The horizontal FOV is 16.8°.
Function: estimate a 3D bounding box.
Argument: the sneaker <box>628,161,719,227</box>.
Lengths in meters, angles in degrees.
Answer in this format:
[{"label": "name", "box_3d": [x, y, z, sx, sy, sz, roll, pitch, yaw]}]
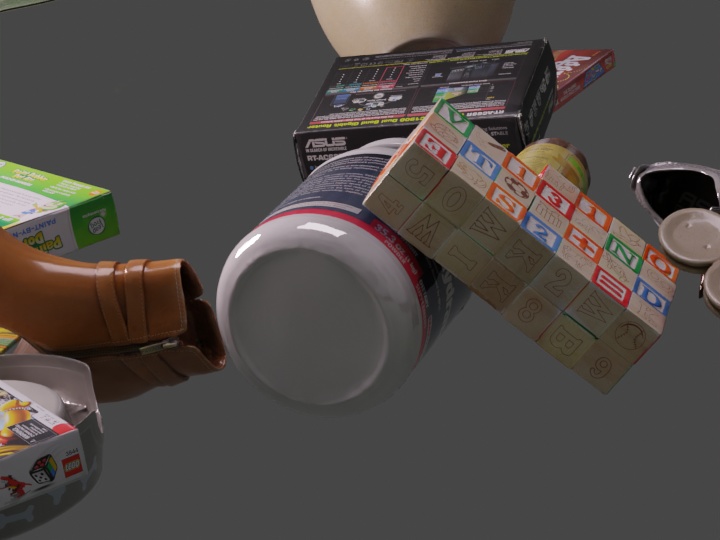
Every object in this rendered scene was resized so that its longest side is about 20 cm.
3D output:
[{"label": "sneaker", "box_3d": [0.258, -0.020, 1.608, 0.200, 0.075, 0.082, 23, 3, 41]}]

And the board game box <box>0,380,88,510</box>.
[{"label": "board game box", "box_3d": [-0.263, 0.103, 1.458, 0.126, 0.035, 0.200, -21, 23, -27]}]

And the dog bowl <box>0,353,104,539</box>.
[{"label": "dog bowl", "box_3d": [-0.256, 0.118, 1.553, 0.200, 0.059, 0.200, -8, 19, 3]}]

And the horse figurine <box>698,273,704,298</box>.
[{"label": "horse figurine", "box_3d": [0.310, -0.036, 1.728, 0.200, 0.050, 0.133, -14, 26, -20]}]

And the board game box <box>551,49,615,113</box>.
[{"label": "board game box", "box_3d": [0.144, -0.162, 2.205, 0.103, 0.019, 0.200, 3, 23, 30]}]

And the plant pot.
[{"label": "plant pot", "box_3d": [0.054, -0.235, 2.248, 0.200, 0.200, 0.135, -9, 55, 2]}]

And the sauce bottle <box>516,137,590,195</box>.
[{"label": "sauce bottle", "box_3d": [0.121, -0.039, 1.807, 0.065, 0.065, 0.200, -2, 23, 20]}]

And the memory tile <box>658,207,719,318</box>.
[{"label": "memory tile", "box_3d": [0.294, 0.014, 1.515, 0.153, 0.017, 0.200, -20, 50, -18]}]

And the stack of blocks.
[{"label": "stack of blocks", "box_3d": [0.107, -0.021, 1.582, 0.059, 0.200, 0.115, -50, 4, 25]}]

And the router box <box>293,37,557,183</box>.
[{"label": "router box", "box_3d": [0.059, -0.131, 2.064, 0.200, 0.062, 0.150, -4, 29, 18]}]

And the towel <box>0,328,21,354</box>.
[{"label": "towel", "box_3d": [-0.316, 0.072, 1.773, 0.086, 0.018, 0.200, -2, 21, 23]}]

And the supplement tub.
[{"label": "supplement tub", "box_3d": [0.000, 0.000, 1.637, 0.140, 0.141, 0.200, -2, 21, 22]}]

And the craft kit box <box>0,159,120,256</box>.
[{"label": "craft kit box", "box_3d": [-0.337, -0.034, 2.043, 0.197, 0.049, 0.200, -25, 25, -31]}]

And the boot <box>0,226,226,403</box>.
[{"label": "boot", "box_3d": [-0.188, 0.008, 1.622, 0.155, 0.200, 0.074, -9, 45, 25]}]
